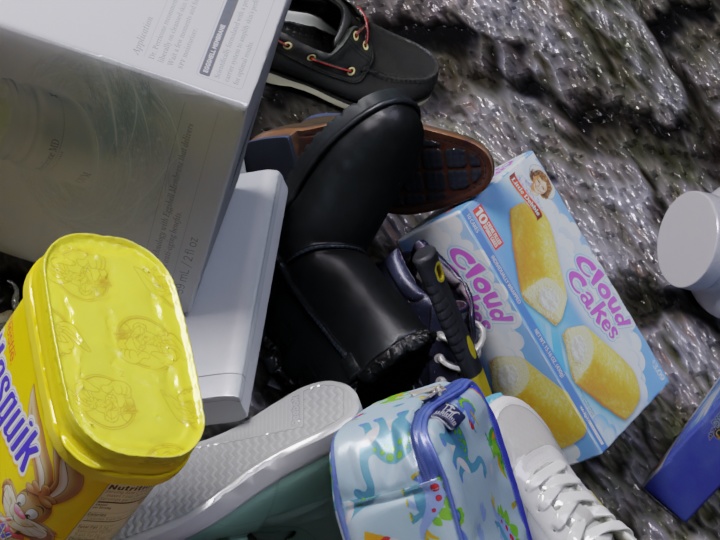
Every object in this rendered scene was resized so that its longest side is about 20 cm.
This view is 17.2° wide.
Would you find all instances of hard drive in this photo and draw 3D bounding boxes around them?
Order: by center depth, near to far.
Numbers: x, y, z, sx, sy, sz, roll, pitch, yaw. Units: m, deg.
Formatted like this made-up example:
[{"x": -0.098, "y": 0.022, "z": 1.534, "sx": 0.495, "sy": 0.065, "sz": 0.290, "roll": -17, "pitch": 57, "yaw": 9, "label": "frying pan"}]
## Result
[{"x": -0.123, "y": 0.021, "z": 1.535, "sx": 0.201, "sy": 0.131, "sz": 0.027, "roll": -82, "pitch": 156, "yaw": -44, "label": "hard drive"}]

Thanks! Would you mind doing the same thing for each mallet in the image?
[{"x": 0.072, "y": 0.079, "z": 1.545, "sx": 0.200, "sy": 0.041, "sz": 0.066, "roll": 61, "pitch": 41, "yaw": -30, "label": "mallet"}]

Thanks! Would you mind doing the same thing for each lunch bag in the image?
[{"x": 0.054, "y": 0.169, "z": 1.427, "sx": 0.161, "sy": 0.082, "sz": 0.201, "roll": -20, "pitch": 94, "yaw": -73, "label": "lunch bag"}]

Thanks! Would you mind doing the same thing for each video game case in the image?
[{"x": 0.304, "y": 0.069, "z": 1.735, "sx": 0.045, "sy": 0.200, "sz": 0.181, "roll": 39, "pitch": 41, "yaw": 4, "label": "video game case"}]

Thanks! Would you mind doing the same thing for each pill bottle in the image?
[{"x": 0.338, "y": -0.009, "z": 1.893, "sx": 0.199, "sy": 0.113, "sz": 0.113, "roll": 10, "pitch": 50, "yaw": -29, "label": "pill bottle"}]

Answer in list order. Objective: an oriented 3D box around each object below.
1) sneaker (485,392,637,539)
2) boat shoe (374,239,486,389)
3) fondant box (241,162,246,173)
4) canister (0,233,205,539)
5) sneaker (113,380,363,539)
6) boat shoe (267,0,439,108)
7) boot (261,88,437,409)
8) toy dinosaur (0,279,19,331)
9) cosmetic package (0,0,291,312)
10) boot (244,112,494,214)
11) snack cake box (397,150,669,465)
[{"x": 0.133, "y": 0.166, "z": 1.512, "sx": 0.076, "sy": 0.081, "sz": 0.201, "roll": -30, "pitch": 94, "yaw": -36, "label": "sneaker"}, {"x": 0.057, "y": 0.074, "z": 1.630, "sx": 0.075, "sy": 0.093, "sz": 0.200, "roll": -23, "pitch": 71, "yaw": -46, "label": "boat shoe"}, {"x": -0.137, "y": -0.156, "z": 1.657, "sx": 0.144, "sy": 0.058, "sz": 0.201, "roll": 61, "pitch": 13, "yaw": -54, "label": "fondant box"}, {"x": -0.176, "y": 0.097, "z": 1.360, "sx": 0.086, "sy": 0.200, "sz": 0.149, "roll": 7, "pitch": 50, "yaw": -31, "label": "canister"}, {"x": -0.078, "y": 0.160, "z": 1.474, "sx": 0.200, "sy": 0.119, "sz": 0.074, "roll": -24, "pitch": 40, "yaw": -10, "label": "sneaker"}, {"x": -0.021, "y": -0.172, "z": 1.813, "sx": 0.201, "sy": 0.063, "sz": 0.074, "roll": 13, "pitch": 46, "yaw": -29, "label": "boat shoe"}, {"x": 0.000, "y": -0.001, "z": 1.584, "sx": 0.073, "sy": 0.198, "sz": 0.163, "roll": 19, "pitch": 32, "yaw": -50, "label": "boot"}, {"x": -0.253, "y": 0.036, "z": 1.463, "sx": 0.200, "sy": 0.047, "sz": 0.088, "roll": -33, "pitch": 104, "yaw": -46, "label": "toy dinosaur"}, {"x": -0.166, "y": -0.104, "z": 1.459, "sx": 0.199, "sy": 0.200, "sz": 0.123, "roll": 19, "pitch": 49, "yaw": -1, "label": "cosmetic package"}, {"x": 0.014, "y": -0.089, "z": 1.694, "sx": 0.199, "sy": 0.075, "sz": 0.097, "roll": 2, "pitch": 23, "yaw": 25, "label": "boot"}, {"x": 0.125, "y": 0.030, "z": 1.696, "sx": 0.115, "sy": 0.067, "sz": 0.201, "roll": -39, "pitch": 100, "yaw": -47, "label": "snack cake box"}]
